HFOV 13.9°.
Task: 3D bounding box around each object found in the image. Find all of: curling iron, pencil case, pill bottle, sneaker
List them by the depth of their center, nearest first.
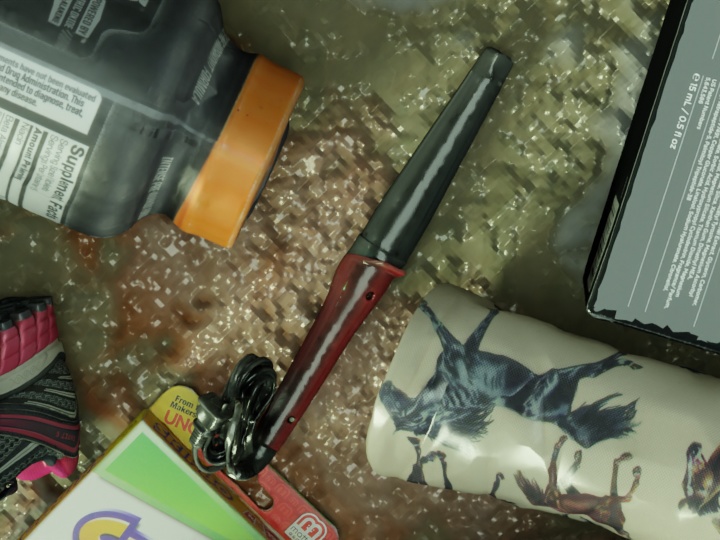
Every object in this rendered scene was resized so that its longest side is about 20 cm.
[{"bbox_3d":[-0.177,0.075,1.096,0.080,0.200,0.075,-3,109,45],"label":"sneaker"},{"bbox_3d":[-0.123,-0.079,1.100,0.199,0.106,0.107,24,101,-3],"label":"pill bottle"},{"bbox_3d":[0.099,0.064,1.107,0.199,0.089,0.078,16,84,18],"label":"pencil case"},{"bbox_3d":[0.000,0.000,1.143,0.026,0.050,0.200,38,92,24],"label":"curling iron"}]

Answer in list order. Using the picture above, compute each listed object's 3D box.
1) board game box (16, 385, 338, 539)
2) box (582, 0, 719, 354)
[{"bbox_3d":[-0.108,0.146,1.183,0.096,0.030,0.200,44,97,-6],"label":"board game box"},{"bbox_3d":[0.179,-0.063,1.107,0.141,0.079,0.201,18,100,1],"label":"box"}]
